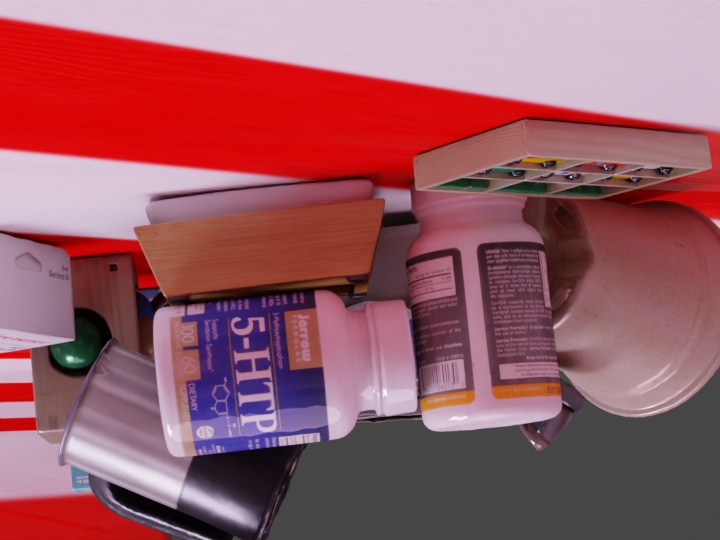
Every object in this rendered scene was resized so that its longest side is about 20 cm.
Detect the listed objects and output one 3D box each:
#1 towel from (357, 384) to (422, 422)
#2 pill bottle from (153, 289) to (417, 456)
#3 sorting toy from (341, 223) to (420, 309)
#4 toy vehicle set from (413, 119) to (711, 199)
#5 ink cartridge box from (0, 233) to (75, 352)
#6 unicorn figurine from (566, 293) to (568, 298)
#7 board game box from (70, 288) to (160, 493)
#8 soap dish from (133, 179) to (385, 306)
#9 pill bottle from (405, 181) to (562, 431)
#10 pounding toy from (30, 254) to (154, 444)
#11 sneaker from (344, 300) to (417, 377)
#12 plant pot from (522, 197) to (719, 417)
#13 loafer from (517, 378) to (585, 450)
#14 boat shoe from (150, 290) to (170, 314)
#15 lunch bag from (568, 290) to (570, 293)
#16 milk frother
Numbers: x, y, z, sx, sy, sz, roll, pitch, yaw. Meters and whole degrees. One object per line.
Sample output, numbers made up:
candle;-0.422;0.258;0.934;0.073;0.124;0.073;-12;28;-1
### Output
towel;-0.001;0.078;1.975;0.191;0.201;0.035;-2;136;-20
pill bottle;-0.059;0.078;1.503;0.199;0.121;0.120;-7;172;-2
sorting toy;0.000;0.000;1.760;0.199;0.108;0.180;-7;-169;8
toy vehicle set;0.155;-0.082;1.447;0.199;0.027;0.124;1;170;-39
ink cartridge box;-0.366;0.028;1.629;0.199;0.088;0.145;-11;170;22
unicorn figurine;0.109;0.032;1.808;0.199;0.074;0.137;20;-138;20
board game box;-0.230;0.123;1.975;0.150;0.201;0.047;-6;170;-1
soap dish;-0.078;-0.016;1.551;0.199;0.082;0.157;-7;172;-2
pill bottle;0.097;0.025;1.534;0.116;0.201;0.116;-5;172;-1
pounding toy;-0.233;0.086;1.777;0.141;0.185;0.200;-5;172;-5
sneaker;-0.052;0.056;1.647;0.198;0.081;0.115;-3;-167;-23
plant pot;0.200;0.012;1.663;0.200;0.202;0.183;-13;158;40
loafer;0.111;0.092;1.669;0.072;0.063;0.200;32;179;-41
boat shoe;-0.112;0.032;1.869;0.199;0.071;0.070;-14;-167;-8
lunch bag;0.165;0.041;2.115;0.176;0.083;0.199;3;169;-44
milk frother;-0.166;0.190;1.582;0.187;0.181;0.200;22;-151;4
